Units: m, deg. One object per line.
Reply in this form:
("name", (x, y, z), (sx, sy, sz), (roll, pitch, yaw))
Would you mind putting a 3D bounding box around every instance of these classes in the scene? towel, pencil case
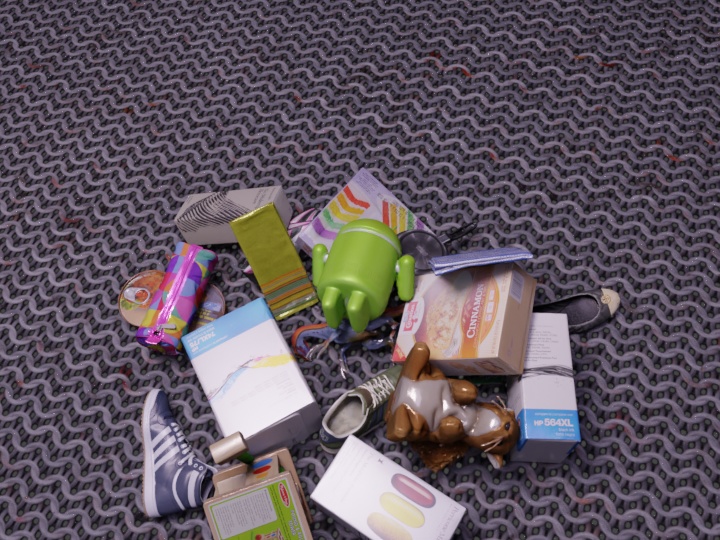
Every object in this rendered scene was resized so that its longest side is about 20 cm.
("towel", (0.179, -0.014, 1.076), (0.144, 0.200, 0.024), (-9, 93, 4))
("towel", (-0.147, -0.013, 1.210), (0.086, 0.201, 0.018), (-27, 22, -10))
("pencil case", (-0.313, 0.048, 1.192), (0.088, 0.088, 0.201), (11, 64, 10))

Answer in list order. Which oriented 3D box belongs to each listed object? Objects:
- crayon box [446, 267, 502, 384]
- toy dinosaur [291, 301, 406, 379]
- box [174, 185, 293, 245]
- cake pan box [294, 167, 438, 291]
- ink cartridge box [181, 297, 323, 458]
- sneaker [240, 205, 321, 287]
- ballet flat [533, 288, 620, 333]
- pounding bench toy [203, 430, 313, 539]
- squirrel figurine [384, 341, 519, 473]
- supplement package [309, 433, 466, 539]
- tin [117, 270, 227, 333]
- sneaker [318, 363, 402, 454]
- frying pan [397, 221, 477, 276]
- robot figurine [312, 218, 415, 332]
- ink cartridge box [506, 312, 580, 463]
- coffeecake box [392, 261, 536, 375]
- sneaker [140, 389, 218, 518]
("crayon box", (0.181, 0.088, 1.159), (0.125, 0.052, 0.201), (-11, 56, 39))
("toy dinosaur", (-0.021, 0.109, 1.186), (0.181, 0.105, 0.200), (12, 47, 22))
("box", (-0.231, -0.099, 1.272), (0.199, 0.069, 0.082), (-4, 44, 21))
("cake pan box", (0.014, -0.052, 1.243), (0.200, 0.052, 0.184), (44, 73, -3))
("ink cartridge box", (-0.168, 0.182, 1.117), (0.146, 0.147, 0.200), (-27, 64, -10))
("sneaker", (-0.138, -0.049, 1.284), (0.200, 0.080, 0.086), (-33, 53, -21))
("ballet flat", (0.350, 0.074, 1.184), (0.199, 0.057, 0.067), (-16, 64, -4))
("pounding bench toy", (-0.155, 0.316, 1.014), (0.124, 0.156, 0.201), (-19, 94, -6))
("squirrel figurine", (0.136, 0.224, 1.046), (0.186, 0.200, 0.142), (17, 61, -3))
("supplement package", (0.042, 0.353, 1.034), (0.200, 0.110, 0.114), (28, 69, 17))
("tin", (-0.336, 0.067, 1.250), (0.199, 0.042, 0.112), (14, 61, 10))
("sneaker", (0.014, 0.214, 1.118), (0.200, 0.090, 0.067), (-38, 65, -15))
("frying pan", (0.138, -0.033, 1.216), (0.189, 0.031, 0.115), (-9, 62, -13))
("robot figurine", (0.000, 0.000, 1.127), (0.175, 0.116, 0.200), (6, 54, 18))
("ink cartridge box", (0.278, 0.183, 1.083), (0.084, 0.146, 0.201), (1, 63, 4))
("coffeecake box", (0.160, 0.080, 1.083), (0.200, 0.073, 0.154), (-10, 56, 44))
("sneaker", (-0.288, 0.285, 1.114), (0.108, 0.070, 0.201), (-9, 69, 5))
